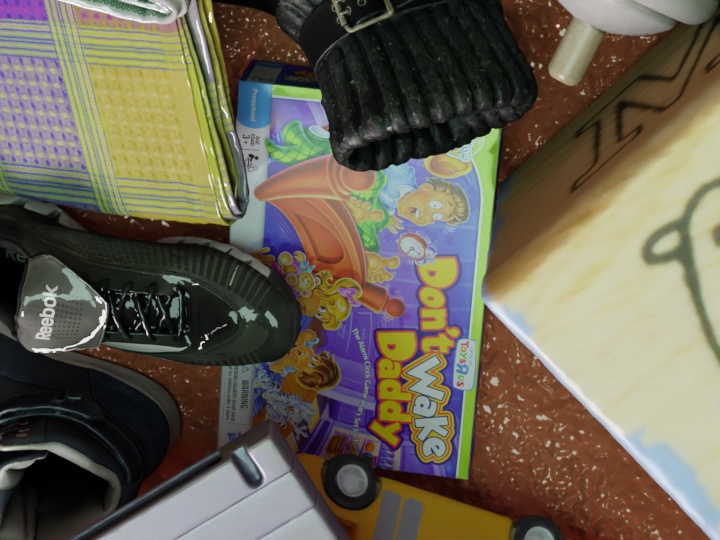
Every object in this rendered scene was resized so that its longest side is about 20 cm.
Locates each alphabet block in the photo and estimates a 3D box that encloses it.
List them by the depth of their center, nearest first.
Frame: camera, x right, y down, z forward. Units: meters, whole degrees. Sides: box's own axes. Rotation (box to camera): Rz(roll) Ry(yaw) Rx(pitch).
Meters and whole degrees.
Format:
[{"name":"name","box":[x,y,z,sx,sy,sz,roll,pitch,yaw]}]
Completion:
[{"name":"alphabet block","box":[0.195,-0.014,1.158,0.200,0.197,0.195,-42,101,17]}]

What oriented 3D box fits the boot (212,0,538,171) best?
[{"name":"boot","box":[-0.031,-0.119,1.183,0.210,0.079,0.159,-16,84,11]}]

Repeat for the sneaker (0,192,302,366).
[{"name":"sneaker","box":[-0.129,0.015,1.231,0.199,0.090,0.067,16,113,21]}]

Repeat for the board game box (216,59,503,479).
[{"name":"board game box","box":[0.000,0.000,1.264,0.134,0.045,0.201,6,109,5]}]

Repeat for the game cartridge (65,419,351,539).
[{"name":"game cartridge","box":[-0.092,0.172,1.151,0.199,0.038,0.130,-31,110,6]}]

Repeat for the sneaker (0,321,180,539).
[{"name":"sneaker","box":[-0.203,0.080,1.263,0.201,0.146,0.077,13,111,4]}]

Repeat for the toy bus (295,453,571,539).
[{"name":"toy bus","box":[0.042,0.160,1.274,0.199,0.065,0.079,19,65,-14]}]

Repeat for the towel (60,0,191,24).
[{"name":"towel","box":[-0.128,-0.201,1.145,0.148,0.201,0.031,14,140,1]}]

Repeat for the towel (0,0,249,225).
[{"name":"towel","box":[-0.142,-0.095,1.206,0.199,0.023,0.144,6,121,36]}]

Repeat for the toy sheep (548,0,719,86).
[{"name":"toy sheep","box":[0.134,-0.181,1.146,0.137,0.138,0.201,25,106,-2]}]
